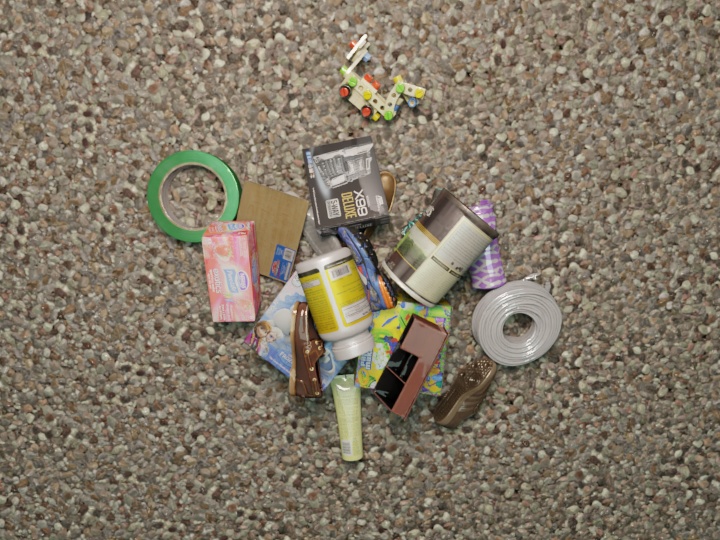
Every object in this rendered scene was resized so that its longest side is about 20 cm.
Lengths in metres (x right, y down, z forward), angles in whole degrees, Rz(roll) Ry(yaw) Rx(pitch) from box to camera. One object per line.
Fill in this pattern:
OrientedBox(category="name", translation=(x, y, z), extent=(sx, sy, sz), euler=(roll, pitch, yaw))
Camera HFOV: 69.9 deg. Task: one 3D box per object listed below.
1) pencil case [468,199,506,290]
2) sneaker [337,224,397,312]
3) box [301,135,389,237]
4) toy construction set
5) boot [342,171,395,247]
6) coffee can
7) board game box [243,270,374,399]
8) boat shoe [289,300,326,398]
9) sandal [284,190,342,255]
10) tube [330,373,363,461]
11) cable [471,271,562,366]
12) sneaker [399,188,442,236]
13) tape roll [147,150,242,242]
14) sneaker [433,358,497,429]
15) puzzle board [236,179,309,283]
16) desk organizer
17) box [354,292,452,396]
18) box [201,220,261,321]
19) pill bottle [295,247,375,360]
OrientedBox(category="pencil case", translation=(0.278, -0.054, 1.158), extent=(0.085, 0.084, 0.201), euler=(-19, 102, -38))
OrientedBox(category="sneaker", translation=(0.000, 0.000, 1.049), extent=(0.078, 0.075, 0.200), euler=(-26, 93, 14))
OrientedBox(category="box", translation=(-0.032, -0.182, 1.110), extent=(0.157, 0.050, 0.200), euler=(-11, 70, 1))
OrientedBox(category="toy construction set", translation=(0.032, -0.403, 1.104), extent=(0.200, 0.092, 0.131), euler=(47, 118, 2))
OrientedBox(category="boot", translation=(0.024, -0.128, 1.146), extent=(0.073, 0.075, 0.200), euler=(27, 94, -2))
OrientedBox(category="coffee can", translation=(0.161, -0.045, 1.053), extent=(0.146, 0.146, 0.200), euler=(38, 103, -5))
OrientedBox(category="board game box", translation=(-0.108, 0.131, 1.084), extent=(0.200, 0.043, 0.199), euler=(37, 97, 1))
OrientedBox(category="boat shoe", translation=(-0.102, 0.159, 1.030), extent=(0.070, 0.070, 0.201), euler=(4, 104, 12))
OrientedBox(category="sandal", translation=(-0.098, -0.102, 1.156), extent=(0.203, 0.082, 0.050), euler=(51, 50, -4))
OrientedBox(category="tube", translation=(-0.026, 0.344, 1.218), extent=(0.058, 0.052, 0.201), euler=(-9, 95, -42))
OrientedBox(category="cable", translation=(0.356, 0.122, 1.170), extent=(0.200, 0.069, 0.200), euler=(-18, 110, 2))
OrientedBox(category="sneaker", translation=(0.134, -0.092, 1.155), extent=(0.091, 0.078, 0.200), euler=(17, 95, 1))
OrientedBox(category="tape roll", translation=(-0.366, -0.164, 1.146), extent=(0.200, 0.048, 0.201), euler=(0, 97, -1))
OrientedBox(category="sneaker", translation=(0.257, 0.290, 1.210), extent=(0.075, 0.070, 0.200), euler=(33, 105, -30))
OrientedBox(category="puzzle board", translation=(-0.206, -0.084, 1.145), extent=(0.150, 0.017, 0.200), euler=(19, 112, 4))
OrientedBox(category="desk organizer", translation=(0.101, 0.195, 1.067), extent=(0.077, 0.072, 0.200), euler=(26, 97, -1))
OrientedBox(category="box", translation=(0.090, 0.157, 1.157), extent=(0.192, 0.122, 0.201), euler=(7, 97, -2))
OrientedBox(category="box", translation=(-0.275, 0.001, 1.116), extent=(0.094, 0.103, 0.200), euler=(-1, 114, -1))
OrientedBox(category="pill bottle", translation=(-0.042, 0.065, 0.993), extent=(0.112, 0.112, 0.200), euler=(-19, 94, 1))
